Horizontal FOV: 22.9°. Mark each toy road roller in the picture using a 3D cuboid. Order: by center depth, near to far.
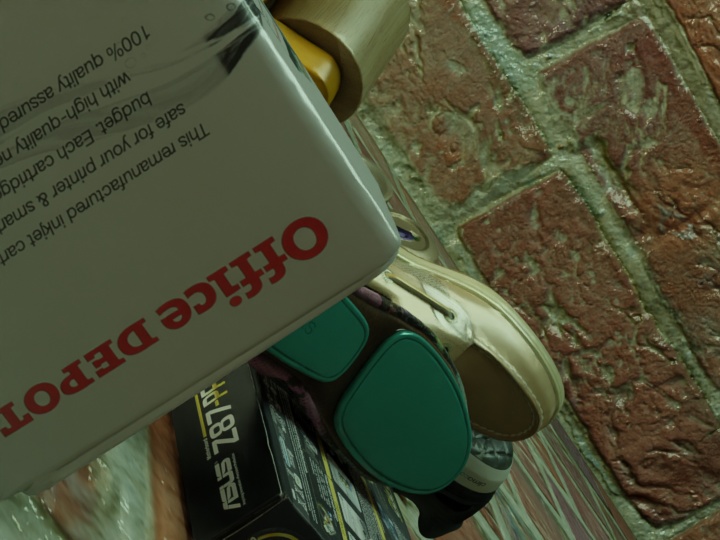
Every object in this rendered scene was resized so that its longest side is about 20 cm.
[{"bbox_3d":[-0.054,-0.186,0.946,0.200,0.146,0.123,34,44,-4],"label":"toy road roller"}]

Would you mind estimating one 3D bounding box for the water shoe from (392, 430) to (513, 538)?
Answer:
[{"bbox_3d":[-0.017,0.073,0.947,0.200,0.079,0.072,33,28,-1],"label":"water shoe"}]

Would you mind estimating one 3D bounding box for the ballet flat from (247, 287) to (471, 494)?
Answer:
[{"bbox_3d":[-0.016,0.031,0.765,0.071,0.069,0.200,35,-5,40],"label":"ballet flat"}]

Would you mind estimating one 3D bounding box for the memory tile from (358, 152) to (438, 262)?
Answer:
[{"bbox_3d":[0.000,0.000,0.971,0.153,0.017,0.200,1,43,-47],"label":"memory tile"}]

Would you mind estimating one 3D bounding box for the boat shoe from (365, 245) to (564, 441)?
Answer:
[{"bbox_3d":[0.013,0.027,0.850,0.200,0.072,0.065,40,38,-17],"label":"boat shoe"}]

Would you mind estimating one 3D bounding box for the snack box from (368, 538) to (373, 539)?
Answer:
[{"bbox_3d":[0.020,0.174,0.689,0.200,0.072,0.024,52,8,-45],"label":"snack box"}]

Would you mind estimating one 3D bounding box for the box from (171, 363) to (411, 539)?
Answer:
[{"bbox_3d":[-0.024,0.103,0.803,0.161,0.049,0.200,52,8,-31],"label":"box"}]

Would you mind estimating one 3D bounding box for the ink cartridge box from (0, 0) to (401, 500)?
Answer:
[{"bbox_3d":[-0.101,-0.056,0.524,0.200,0.146,0.084,57,5,-16],"label":"ink cartridge box"}]
